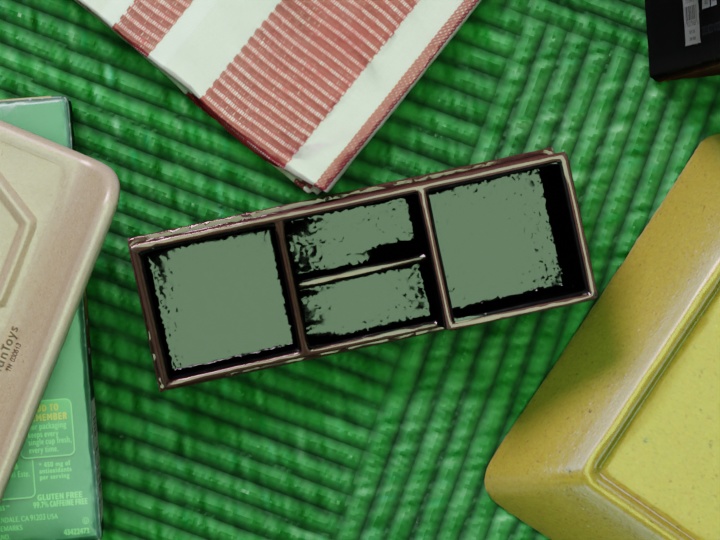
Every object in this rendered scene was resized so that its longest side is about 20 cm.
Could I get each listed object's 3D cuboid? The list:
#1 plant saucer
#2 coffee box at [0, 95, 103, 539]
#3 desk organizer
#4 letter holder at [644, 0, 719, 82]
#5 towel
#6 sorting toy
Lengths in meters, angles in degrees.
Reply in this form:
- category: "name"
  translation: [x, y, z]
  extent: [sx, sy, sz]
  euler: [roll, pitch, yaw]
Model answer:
- category: "plant saucer"
  translation: [0.189, 0.072, 1.326]
  extent: [0.200, 0.048, 0.200]
  euler: [34, 90, -3]
- category: "coffee box"
  translation: [-0.180, 0.025, 1.308]
  extent: [0.122, 0.044, 0.201]
  euler: [-6, 92, -1]
- category: "desk organizer"
  translation: [0.000, 0.000, 1.300]
  extent: [0.199, 0.077, 0.072]
  euler: [-12, 92, -2]
- category: "letter holder"
  translation: [0.203, -0.139, 1.245]
  extent: [0.141, 0.200, 0.101]
  euler: [-4, 92, -3]
- category: "towel"
  translation: [-0.051, -0.149, 1.323]
  extent: [0.200, 0.023, 0.144]
  euler: [40, 87, -5]
- category: "sorting toy"
  translation: [-0.223, 0.008, 1.271]
  extent: [0.199, 0.036, 0.186]
  euler: [22, 92, 5]
